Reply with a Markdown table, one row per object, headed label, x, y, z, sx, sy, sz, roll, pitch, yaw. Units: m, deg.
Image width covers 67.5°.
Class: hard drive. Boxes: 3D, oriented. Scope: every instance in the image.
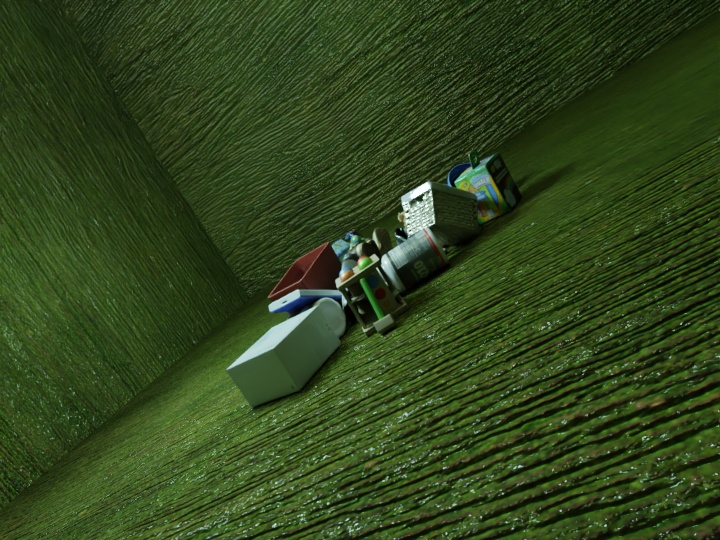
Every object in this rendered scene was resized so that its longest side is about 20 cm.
| label | x | y | z | sx | sy | sz | roll | pitch | yaw |
| --- | --- | --- | --- | --- | --- | --- | --- | --- | --- |
| hard drive | -0.140 | 0.086 | 1.505 | 0.131 | 0.026 | 0.198 | -27 | -18 | 36 |

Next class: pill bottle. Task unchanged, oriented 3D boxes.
| label | x | y | z | sx | sy | sz | roll | pitch | yaw |
| --- | --- | --- | --- | --- | --- | --- | --- | --- | --- |
| pill bottle | 0.127 | -0.015 | 1.452 | 0.198 | 0.115 | 0.114 | -33 | 8 | 4 |
| pill bottle | -0.143 | 0.159 | 1.488 | 0.198 | 0.116 | 0.114 | -27 | 10 | 39 |

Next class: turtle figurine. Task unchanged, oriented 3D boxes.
| label | x | y | z | sx | sy | sz | roll | pitch | yaw |
| --- | --- | --- | --- | --- | --- | --- | --- | --- | --- |
| turtle figurine | 0.017 | -0.068 | 2.302 | 0.146 | 0.197 | 0.194 | -61 | -13 | -6 |

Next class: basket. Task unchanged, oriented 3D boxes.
| label | x | y | z | sx | sy | sz | roll | pitch | yaw |
| --- | --- | --- | --- | --- | --- | --- | --- | --- | --- |
| basket | 0.232 | -0.158 | 1.548 | 0.197 | 0.126 | 0.135 | 9 | -19 | -35 |

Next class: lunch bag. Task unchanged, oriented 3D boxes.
| label | x | y | z | sx | sy | sz | roll | pitch | yaw |
| --- | --- | --- | --- | --- | --- | --- | --- | --- | --- |
| lunch bag | -0.106 | -0.036 | 2.360 | 0.200 | 0.081 | 0.164 | -45 | -24 | -62 |

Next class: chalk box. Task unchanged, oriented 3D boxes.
| label | x | y | z | sx | sy | sz | roll | pitch | yaw |
| --- | --- | --- | --- | --- | --- | --- | --- | --- | --- |
| chalk box | 0.373 | -0.264 | 1.621 | 0.123 | 0.202 | 0.125 | -24 | 11 | 42 |

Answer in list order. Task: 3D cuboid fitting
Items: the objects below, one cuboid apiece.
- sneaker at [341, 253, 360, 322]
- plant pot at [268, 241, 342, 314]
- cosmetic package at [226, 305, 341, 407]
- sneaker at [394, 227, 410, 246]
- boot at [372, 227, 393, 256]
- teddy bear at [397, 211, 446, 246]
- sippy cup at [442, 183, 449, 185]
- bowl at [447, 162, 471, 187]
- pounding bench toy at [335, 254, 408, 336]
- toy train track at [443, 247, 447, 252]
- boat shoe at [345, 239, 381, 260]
| label | x | y | z | sx | sy | sz | roll | pitch | yaw |
| --- | --- | --- | --- | --- | --- | --- | --- | --- | --- |
| sneaker | -0.017 | 0.051 | 1.464 | 0.072 | 0.204 | 0.080 | 1 | 29 | 13 |
| plant pot | -0.148 | 0.060 | 1.778 | 0.198 | 0.177 | 0.201 | -25 | 23 | 45 |
| cosmetic package | -0.189 | 0.213 | 1.340 | 0.197 | 0.124 | 0.200 | -27 | 12 | 38 |
| sneaker | 0.141 | -0.089 | 1.801 | 0.075 | 0.117 | 0.199 | -35 | 9 | -22 |
| boot | 0.062 | -0.023 | 1.834 | 0.156 | 0.070 | 0.203 | 113 | 156 | -47 |
| teddy bear | 0.192 | -0.120 | 1.706 | 0.067 | 0.199 | 0.145 | -50 | -27 | 2 |
| sippy cup | 0.365 | -0.262 | 1.928 | 0.128 | 0.142 | 0.179 | -19 | 23 | 12 |
| bowl | 0.387 | -0.283 | 1.802 | 0.200 | 0.199 | 0.040 | -38 | -30 | -33 |
| pounding bench toy | 0.024 | 0.055 | 1.299 | 0.123 | 0.158 | 0.200 | -32 | 9 | 0 |
| toy train track | 0.186 | -0.039 | 1.641 | 0.114 | 0.033 | 0.199 | -40 | 9 | -36 |
| boat shoe | 0.009 | -0.042 | 1.549 | 0.071 | 0.074 | 0.200 | -21 | -2 | 17 |
